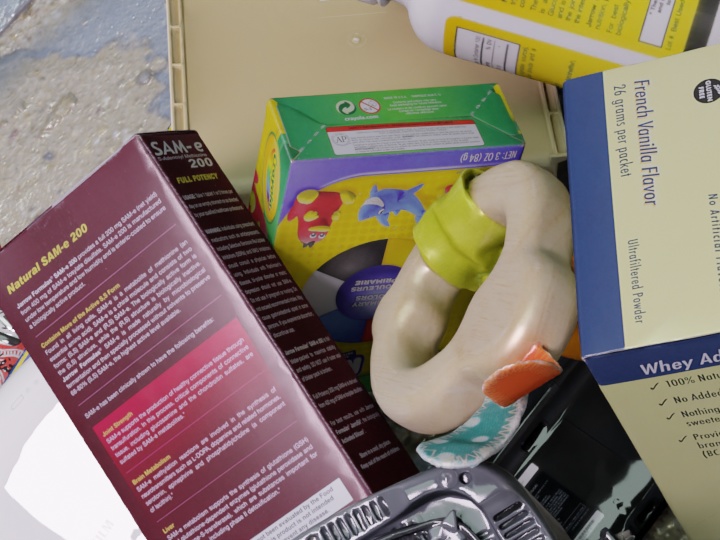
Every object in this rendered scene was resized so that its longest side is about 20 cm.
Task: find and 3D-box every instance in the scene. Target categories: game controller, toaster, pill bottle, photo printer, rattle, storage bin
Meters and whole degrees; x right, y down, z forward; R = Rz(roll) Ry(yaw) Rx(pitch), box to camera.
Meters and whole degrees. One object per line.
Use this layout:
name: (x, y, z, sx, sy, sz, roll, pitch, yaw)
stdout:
game controller: (0.084, 0.115, 0.896, 0.104, 0.042, 0.200, 36, 84, 29)
toaster: (0.027, 0.154, 0.751, 0.200, 0.129, 0.114, -33, 70, 7)
pill bottle: (0.093, -0.149, 0.904, 0.199, 0.113, 0.113, 17, 68, 6)
photo printer: (-0.111, 0.135, 0.909, 0.200, 0.069, 0.167, 35, 96, 9)
rattle: (0.084, 0.044, 0.775, 0.130, 0.143, 0.200, -43, 22, -1)
storage bin: (-0.002, -0.093, 0.994, 0.199, 0.094, 0.199, -5, 52, -2)

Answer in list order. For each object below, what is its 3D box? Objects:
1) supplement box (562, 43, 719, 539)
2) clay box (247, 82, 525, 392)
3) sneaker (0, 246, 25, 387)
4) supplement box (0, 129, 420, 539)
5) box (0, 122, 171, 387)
supplement box: (0.206, 0.010, 0.751, 0.199, 0.200, 0.135, -13, 54, 18)
clay box: (0.000, 0.000, 0.903, 0.115, 0.200, 0.048, -6, 48, -18)
sneaker: (-0.268, 0.025, 1.171, 0.201, 0.067, 0.108, 22, 73, 38)
supplement box: (-0.071, 0.049, 0.828, 0.109, 0.061, 0.200, -36, 82, 22)
box: (-0.130, 0.005, 1.072, 0.200, 0.064, 0.070, -58, 8, -14)
